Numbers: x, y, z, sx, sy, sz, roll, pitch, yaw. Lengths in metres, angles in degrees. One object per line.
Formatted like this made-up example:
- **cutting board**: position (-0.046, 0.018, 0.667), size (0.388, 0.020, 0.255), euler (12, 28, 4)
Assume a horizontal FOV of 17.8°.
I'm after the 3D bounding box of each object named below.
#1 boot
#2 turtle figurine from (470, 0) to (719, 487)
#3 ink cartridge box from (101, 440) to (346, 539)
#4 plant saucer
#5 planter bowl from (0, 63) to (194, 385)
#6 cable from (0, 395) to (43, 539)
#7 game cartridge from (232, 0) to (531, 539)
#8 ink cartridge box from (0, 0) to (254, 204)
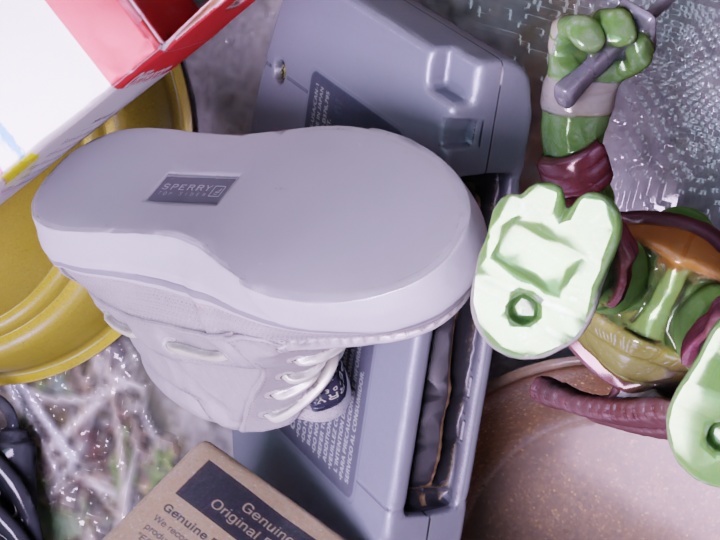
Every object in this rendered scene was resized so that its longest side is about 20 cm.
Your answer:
- **boot**: position (-0.020, 0.009, 0.744), size (0.200, 0.074, 0.096), euler (13, 144, 49)
- **turtle figurine**: position (0.115, -0.024, 0.695), size (0.200, 0.194, 0.144), euler (-24, 96, 19)
- **ink cartridge box**: position (-0.027, 0.180, 0.819), size (0.165, 0.075, 0.200), euler (34, 141, 13)
- **plant saucer**: position (0.097, 0.126, 0.825), size (0.200, 0.037, 0.201), euler (4, 101, 22)
- **planter bowl**: position (-0.171, -0.047, 0.883), size (0.200, 0.083, 0.201), euler (4, 101, 23)
- **cable**: position (-0.214, 0.125, 0.955), size (0.199, 0.051, 0.164), euler (-9, 100, 21)
- **game cartridge**: position (0.000, 0.000, 0.803), size (0.133, 0.041, 0.201), euler (44, 132, 54)
- **ink cartridge box**: position (-0.120, -0.066, 0.764), size (0.200, 0.116, 0.067), euler (-38, 94, 8)
